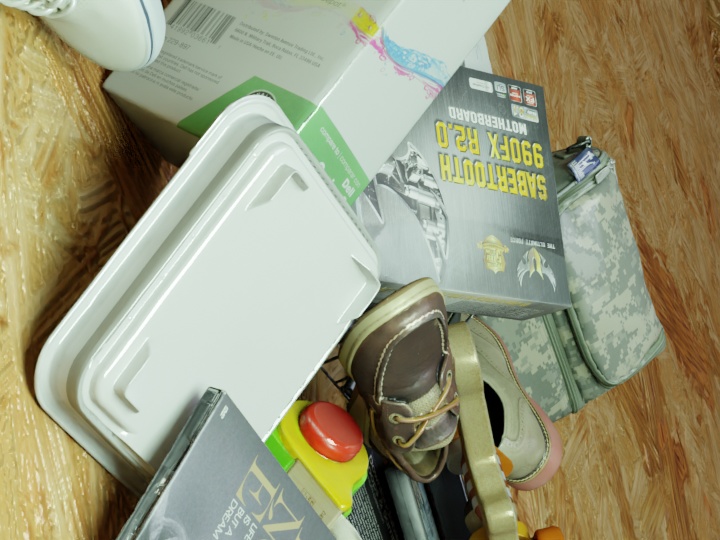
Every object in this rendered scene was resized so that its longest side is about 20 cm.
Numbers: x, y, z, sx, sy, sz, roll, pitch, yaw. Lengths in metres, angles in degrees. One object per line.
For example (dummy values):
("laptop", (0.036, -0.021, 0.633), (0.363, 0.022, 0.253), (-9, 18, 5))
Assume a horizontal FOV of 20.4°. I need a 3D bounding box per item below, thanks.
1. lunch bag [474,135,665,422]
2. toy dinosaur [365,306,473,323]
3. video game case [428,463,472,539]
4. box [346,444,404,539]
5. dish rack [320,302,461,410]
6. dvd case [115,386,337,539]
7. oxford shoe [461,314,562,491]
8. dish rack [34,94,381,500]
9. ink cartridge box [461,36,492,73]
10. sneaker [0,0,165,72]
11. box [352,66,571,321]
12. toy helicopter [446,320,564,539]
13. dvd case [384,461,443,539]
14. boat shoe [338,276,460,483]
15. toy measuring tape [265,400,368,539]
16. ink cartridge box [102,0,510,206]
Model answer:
("lunch bag", (0.147, 0.010, 1.612), (0.200, 0.167, 0.139), (68, -12, -23))
("toy dinosaur", (0.033, 0.048, 1.453), (0.200, 0.105, 0.182), (57, 44, -72))
("video game case", (0.078, 0.210, 1.471), (0.181, 0.025, 0.201), (-104, 178, -83))
("box", (-0.006, 0.209, 1.296), (0.200, 0.036, 0.143), (-53, 128, -65))
("dish rack", (0.000, 0.000, 1.308), (0.200, 0.054, 0.154), (51, 48, -18))
("dvd case", (-0.069, 0.178, 1.060), (0.149, 0.016, 0.200), (-60, 141, -25))
("oxford shoe", (0.073, 0.075, 1.475), (0.075, 0.070, 0.200), (33, 11, -49))
("dish rack", (-0.067, 0.027, 1.056), (0.200, 0.043, 0.172), (-53, 142, -14))
("ink cartridge box", (-0.009, -0.157, 1.357), (0.200, 0.145, 0.084), (33, 42, -64))
("sneaker", (-0.174, -0.163, 1.031), (0.200, 0.073, 0.071), (50, 40, -37))
("box", (0.049, -0.055, 1.305), (0.200, 0.048, 0.159), (9, 70, -44))
("toy helicopter", (0.078, 0.119, 1.307), (0.132, 0.079, 0.201), (-105, -177, -64))
("dvd case", (0.054, 0.221, 1.362), (0.143, 0.017, 0.201), (3, 70, -86))
("boat shoe", (0.033, 0.073, 1.187), (0.072, 0.072, 0.200), (51, -20, 21))
("toy measuring tape", (-0.007, 0.141, 1.205), (0.200, 0.074, 0.074), (49, 11, 19))
("ink cartridge box", (-0.027, -0.137, 1.163), (0.200, 0.145, 0.088), (-54, 142, -13))
